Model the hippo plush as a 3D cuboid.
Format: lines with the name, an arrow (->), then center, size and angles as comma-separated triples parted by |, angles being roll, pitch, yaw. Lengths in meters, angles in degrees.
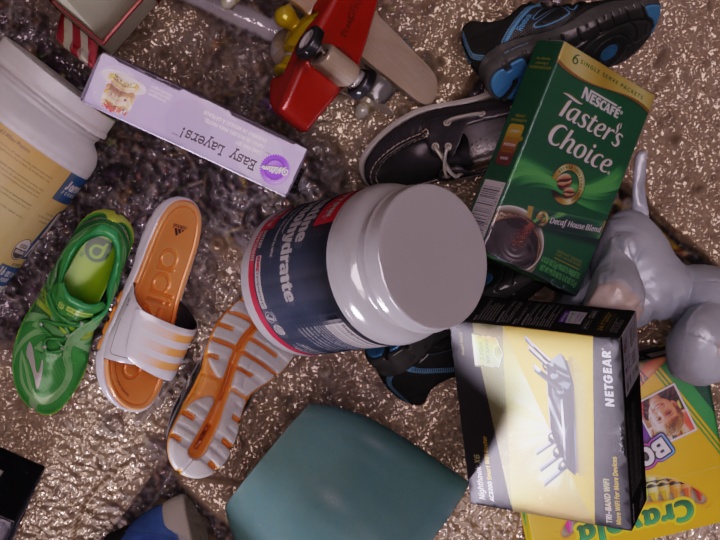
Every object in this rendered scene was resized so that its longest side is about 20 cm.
hippo plush -> 0.276, 0.035, 1.331 | 0.160, 0.159, 0.201 | 26, 53, -4

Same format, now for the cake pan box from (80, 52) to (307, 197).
cake pan box -> -0.140, -0.128, 1.262 | 0.199, 0.184, 0.053 | 24, 96, -8

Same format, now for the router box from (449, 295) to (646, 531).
router box -> 0.168, 0.125, 1.270 | 0.157, 0.052, 0.201 | 5, 119, 27

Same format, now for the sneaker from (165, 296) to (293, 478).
sneaker -> -0.127, 0.100, 1.343 | 0.078, 0.077, 0.200 | 36, 74, -11

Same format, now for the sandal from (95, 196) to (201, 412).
sandal -> -0.185, 0.035, 1.322 | 0.079, 0.059, 0.208 | 13, 95, -43

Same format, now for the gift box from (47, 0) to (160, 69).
gift box -> -0.232, -0.299, 1.236 | 0.185, 0.187, 0.200 | -44, 82, -1

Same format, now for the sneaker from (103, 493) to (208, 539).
sneaker -> -0.189, 0.299, 1.301 | 0.111, 0.200, 0.077 | -26, 128, 3

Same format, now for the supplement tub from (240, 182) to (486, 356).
supplement tub -> 0.000, 0.000, 1.263 | 0.140, 0.200, 0.141 | 7, 78, -38

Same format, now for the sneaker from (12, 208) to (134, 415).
sneaker -> -0.271, 0.037, 1.317 | 0.074, 0.084, 0.201 | 21, 94, -7

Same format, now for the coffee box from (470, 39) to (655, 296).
coffee box -> 0.177, -0.092, 1.280 | 0.123, 0.044, 0.201 | 25, 86, -30

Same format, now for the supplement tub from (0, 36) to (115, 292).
supplement tub -> -0.327, -0.091, 1.270 | 0.144, 0.145, 0.200 | 38, 92, -7

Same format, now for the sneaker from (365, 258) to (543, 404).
sneaker -> 0.101, 0.047, 1.359 | 0.199, 0.073, 0.082 | -33, 123, -3

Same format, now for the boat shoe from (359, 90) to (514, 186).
boat shoe -> 0.097, -0.117, 1.336 | 0.199, 0.060, 0.074 | -19, 126, -5

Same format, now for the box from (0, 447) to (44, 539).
box -> -0.375, 0.258, 1.272 | 0.104, 0.200, 0.183 | 26, 93, -7

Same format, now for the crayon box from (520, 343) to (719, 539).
crayon box -> 0.246, 0.175, 1.384 | 0.199, 0.058, 0.173 | -13, 96, -3

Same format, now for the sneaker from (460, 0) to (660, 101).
sneaker -> 0.189, -0.228, 1.333 | 0.199, 0.073, 0.082 | -19, 52, -20

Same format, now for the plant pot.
plant pot -> -0.026, 0.220, 1.304 | 0.161, 0.201, 0.201 | 39, 91, 4

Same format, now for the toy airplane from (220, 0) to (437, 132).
toy airplane -> -0.031, -0.229, 1.300 | 0.199, 0.141, 0.201 | -18, 87, -40
